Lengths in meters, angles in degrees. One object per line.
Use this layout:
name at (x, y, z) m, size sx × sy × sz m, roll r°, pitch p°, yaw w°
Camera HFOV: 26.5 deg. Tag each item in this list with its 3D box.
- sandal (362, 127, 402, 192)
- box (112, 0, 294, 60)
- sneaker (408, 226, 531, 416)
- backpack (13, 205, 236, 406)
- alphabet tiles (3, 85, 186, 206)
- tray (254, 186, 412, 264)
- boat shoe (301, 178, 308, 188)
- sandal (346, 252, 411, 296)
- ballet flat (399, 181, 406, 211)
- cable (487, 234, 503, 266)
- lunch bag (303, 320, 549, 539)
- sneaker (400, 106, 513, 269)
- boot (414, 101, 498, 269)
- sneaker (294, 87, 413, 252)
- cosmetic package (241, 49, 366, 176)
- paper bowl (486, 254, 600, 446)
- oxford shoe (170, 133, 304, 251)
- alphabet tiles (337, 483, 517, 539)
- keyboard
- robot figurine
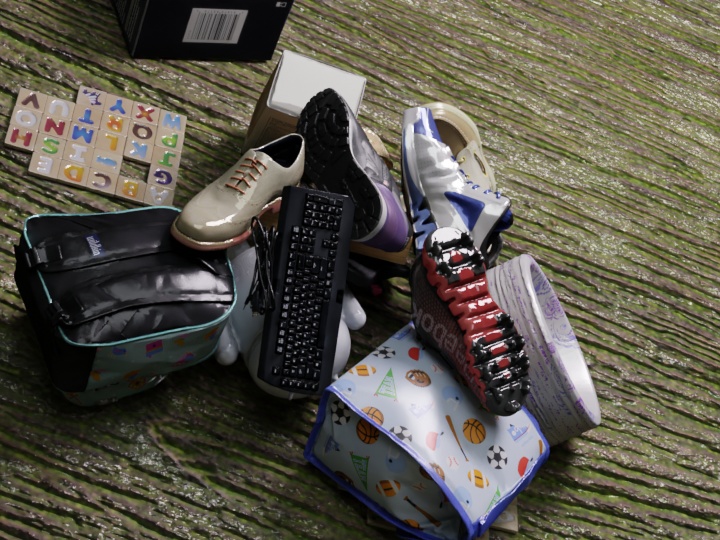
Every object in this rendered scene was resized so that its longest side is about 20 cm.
sandal at (-0.005, -0.128, 1.735) m, size 0.077 × 0.071 × 0.212 m, roll -5°, pitch 9°, yaw -10°
box at (-0.211, -0.376, 1.944) m, size 0.195 × 0.118 × 0.201 m, roll -2°, pitch 50°, yaw -27°
sneaker at (0.105, 0.061, 1.540) m, size 0.070 × 0.098 × 0.202 m, roll -12°, pitch 69°, yaw -35°
backpack at (-0.228, 0.030, 1.511) m, size 0.198 × 0.154 × 0.177 m, roll -15°, pitch 55°, yaw -23°
alphabet tiles at (-0.304, -0.151, 1.760) m, size 0.198 × 0.008 × 0.168 m, roll 16°, pitch 44°, yaw -13°
tray at (-0.047, -0.059, 1.655) m, size 0.198 × 0.037 × 0.099 m, roll 15°, pitch 16°, yaw -9°
boat shoe at (-0.069, -0.056, 1.743) m, size 0.074 × 0.062 × 0.201 m, roll 7°, pitch 46°, yaw -21°
sandal at (0.000, 0.000, 1.684) m, size 0.075 × 0.045 × 0.200 m, roll 33°, pitch 14°, yaw 14°
ballet flat at (0.035, -0.069, 1.791) m, size 0.070 × 0.070 × 0.199 m, roll 46°, pitch 32°, yaw 20°
cable at (0.099, 0.016, 1.713) m, size 0.096 × 0.050 × 0.202 m, roll 14°, pitch 86°, yaw -18°
lunch bag at (0.072, 0.175, 1.536) m, size 0.199 × 0.125 × 0.170 m, roll 33°, pitch 41°, yaw 18°
sneaker at (0.106, -0.078, 1.666) m, size 0.114 × 0.081 × 0.202 m, roll -8°, pitch 71°, yaw -3°
boot at (0.113, -0.086, 1.783) m, size 0.071 × 0.200 × 0.156 m, roll -13°, pitch 52°, yaw 19°
sneaker at (-0.006, -0.099, 1.613) m, size 0.087 × 0.075 × 0.201 m, roll 27°, pitch 35°, yaw -50°
cosmetic package at (-0.068, -0.176, 1.756) m, size 0.104 × 0.200 × 0.072 m, roll 18°, pitch 75°, yaw -10°
paper bowl at (0.175, 0.093, 1.647) m, size 0.202 × 0.104 × 0.201 m, roll 60°, pitch 13°, yaw -24°
oxford shoe at (-0.122, -0.084, 1.532) m, size 0.070 × 0.074 × 0.200 m, roll 29°, pitch 36°, yaw 13°
alphabet tiles at (0.072, 0.211, 1.595) m, size 0.198 × 0.006 × 0.167 m, roll 16°, pitch 43°, yaw -12°
keyboard at (-0.062, 0.018, 1.502) m, size 0.103 × 0.040 × 0.203 m, roll 8°, pitch 84°, yaw -14°
robot figurine at (-0.081, 0.050, 1.595) m, size 0.168 × 0.113 × 0.201 m, roll -17°, pitch 56°, yaw -19°
